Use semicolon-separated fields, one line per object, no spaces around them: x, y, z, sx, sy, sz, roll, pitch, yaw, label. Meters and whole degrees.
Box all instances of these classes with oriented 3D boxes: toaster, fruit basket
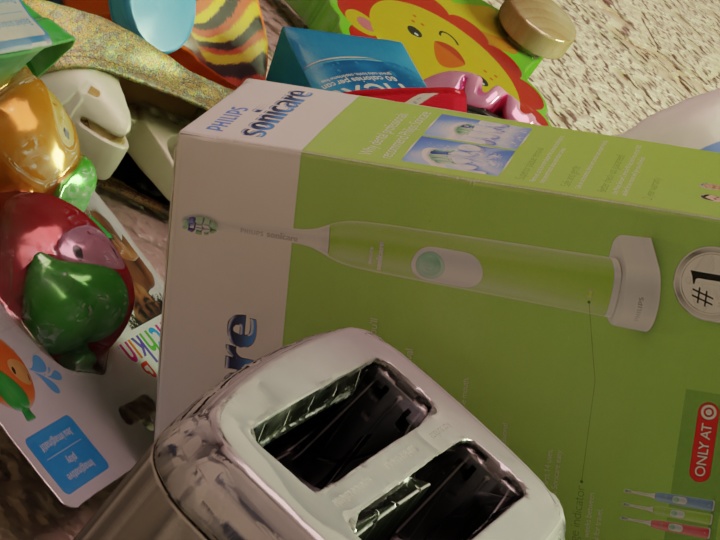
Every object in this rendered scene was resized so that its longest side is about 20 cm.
-0.027;0.099;0.670;0.114;0.130;0.200;41;22;12;toaster
-0.122;-0.024;0.818;0.200;0.094;0.185;47;17;4;fruit basket

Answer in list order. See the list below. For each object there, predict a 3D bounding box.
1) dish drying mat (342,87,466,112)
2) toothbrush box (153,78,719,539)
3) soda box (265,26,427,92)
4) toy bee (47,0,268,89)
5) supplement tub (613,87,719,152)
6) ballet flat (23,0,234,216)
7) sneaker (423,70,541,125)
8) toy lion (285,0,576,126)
0.000;0.000;0.928;0.076;0.018;0.201;-1;45;8;dish drying mat
0.039;0.029;0.786;0.198;0.147;0.086;8;18;10;toothbrush box
0.010;-0.023;1.034;0.064;0.068;0.201;4;35;-24;soda box
-0.104;-0.145;1.037;0.130;0.110;0.200;3;-9;15;toy bee
0.155;0.036;0.991;0.132;0.131;0.201;-12;75;-63;supplement tub
-0.093;-0.056;0.965;0.199;0.071;0.071;20;27;-41;ballet flat
0.100;-0.030;1.171;0.198;0.080;0.095;17;27;11;sneaker
0.026;-0.130;1.313;0.200;0.069;0.192;39;29;5;toy lion
